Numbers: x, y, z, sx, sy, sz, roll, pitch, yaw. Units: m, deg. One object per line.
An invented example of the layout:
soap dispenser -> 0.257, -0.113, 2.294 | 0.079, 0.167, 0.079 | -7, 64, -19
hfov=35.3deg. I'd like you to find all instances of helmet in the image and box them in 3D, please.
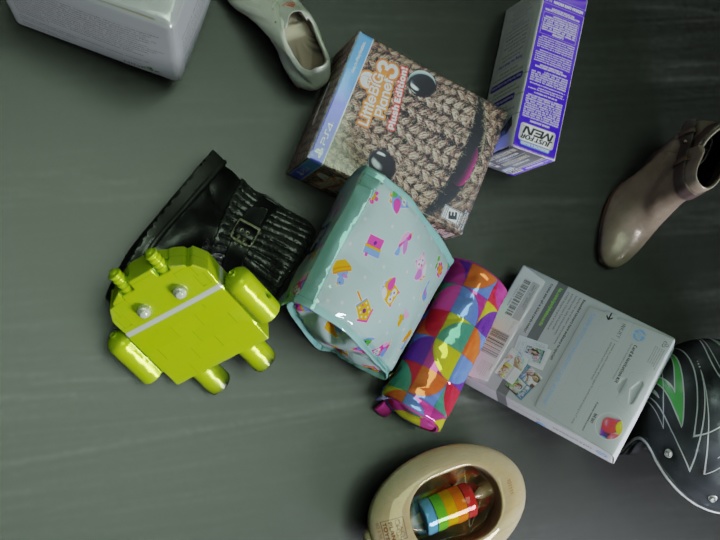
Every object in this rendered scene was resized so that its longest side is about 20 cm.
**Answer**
helmet -> 0.408, 0.180, 1.331 | 0.198, 0.191, 0.203 | 2, 83, -17

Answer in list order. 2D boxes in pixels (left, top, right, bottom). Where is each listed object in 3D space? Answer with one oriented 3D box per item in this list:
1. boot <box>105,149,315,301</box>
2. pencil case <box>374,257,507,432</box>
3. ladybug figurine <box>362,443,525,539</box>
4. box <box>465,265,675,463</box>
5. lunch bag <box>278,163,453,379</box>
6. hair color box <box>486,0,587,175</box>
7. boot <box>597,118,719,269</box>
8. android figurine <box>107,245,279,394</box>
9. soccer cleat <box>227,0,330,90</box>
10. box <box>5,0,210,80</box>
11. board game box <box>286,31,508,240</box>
boot -> -0.159, -0.010, 1.229 | 0.158, 0.079, 0.212 | 40, 74, -10
pencil case -> 0.092, 0.086, 1.299 | 0.088, 0.088, 0.201 | 34, 75, -12
ladybug figurine -> 0.091, 0.269, 1.285 | 0.198, 0.072, 0.137 | -13, 89, -19
box -> 0.240, 0.105, 1.312 | 0.199, 0.041, 0.157 | 26, 75, 23
lunch bag -> 0.000, 0.000, 1.213 | 0.121, 0.200, 0.171 | 23, 76, 27
hair color box -> 0.202, -0.224, 1.348 | 0.064, 0.109, 0.202 | 17, 80, -16
boot -> 0.373, -0.096, 1.370 | 0.070, 0.146, 0.201 | 31, 77, -14
android figurine -> -0.179, 0.050, 1.177 | 0.181, 0.041, 0.200 | -25, 130, 15
soccer cleat -> -0.095, -0.295, 1.274 | 0.069, 0.078, 0.201 | -36, 90, -17
box -> -0.249, -0.340, 1.170 | 0.198, 0.171, 0.201 | 18, 80, -4
board game box -> 0.042, -0.148, 1.297 | 0.198, 0.097, 0.161 | 25, 78, -14
